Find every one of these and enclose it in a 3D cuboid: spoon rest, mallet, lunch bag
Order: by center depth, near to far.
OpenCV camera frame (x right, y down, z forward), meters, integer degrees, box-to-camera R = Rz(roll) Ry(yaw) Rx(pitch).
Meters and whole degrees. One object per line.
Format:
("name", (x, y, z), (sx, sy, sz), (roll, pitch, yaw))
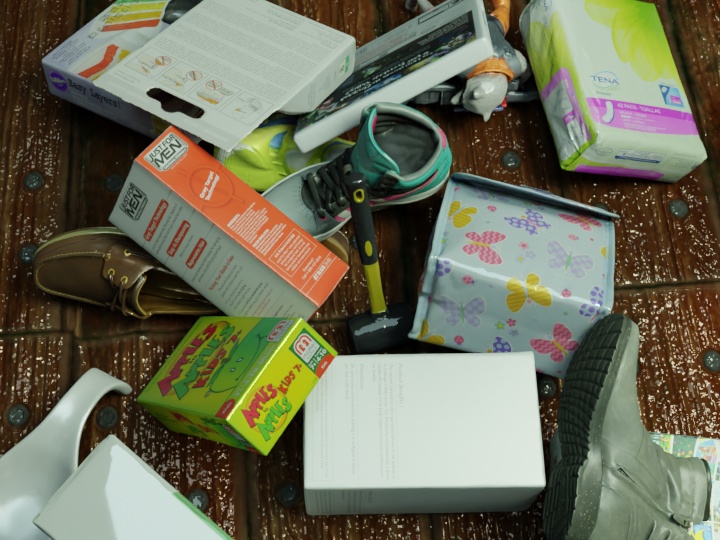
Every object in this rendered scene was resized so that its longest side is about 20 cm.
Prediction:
("spoon rest", (-0.275, 0.172, 0.926), (0.099, 0.061, 0.201), (23, 66, 10))
("mallet", (0.000, 0.000, 0.946), (0.066, 0.201, 0.041), (-21, 41, -1))
("lunch bag", (0.147, -0.015, 0.981), (0.169, 0.128, 0.200), (16, 38, 5))

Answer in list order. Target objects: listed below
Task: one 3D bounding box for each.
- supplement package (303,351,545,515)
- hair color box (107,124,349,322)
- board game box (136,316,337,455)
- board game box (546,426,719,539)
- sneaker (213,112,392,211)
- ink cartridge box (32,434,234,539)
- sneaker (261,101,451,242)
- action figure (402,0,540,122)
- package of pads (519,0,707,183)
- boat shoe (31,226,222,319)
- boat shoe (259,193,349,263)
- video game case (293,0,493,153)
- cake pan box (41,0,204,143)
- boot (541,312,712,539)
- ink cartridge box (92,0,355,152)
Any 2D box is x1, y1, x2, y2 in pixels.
("supplement package", (0.051, 0.145, 0.914), (0.199, 0.117, 0.118), (0, 66, -1))
("hair color box", (-0.119, -0.025, 0.933), (0.200, 0.102, 0.061), (39, 50, -3))
("board game box", (-0.111, 0.092, 0.897), (0.048, 0.200, 0.102), (45, 67, -23))
("board game box", (0.265, 0.221, 0.914), (0.199, 0.064, 0.148), (5, 65, 2))
("sneaker", (-0.049, -0.123, 1.061), (0.199, 0.076, 0.105), (11, 39, -17))
("ink cartridge box", (-0.154, 0.227, 0.827), (0.145, 0.200, 0.088), (36, 72, 14))
("sneaker", (-0.005, -0.087, 0.939), (0.199, 0.121, 0.084), (-22, 73, -10))
("action figure", (0.098, -0.237, 1.105), (0.199, 0.105, 0.194), (-8, 55, -8))
("package of pads", (0.253, -0.192, 1.077), (0.154, 0.068, 0.201), (3, 62, -27))
("boat shoe", (-0.213, 0.006, 0.988), (0.199, 0.072, 0.068), (3, 37, -2))
("boat shoe", (-0.104, -0.048, 1.026), (0.199, 0.071, 0.071), (16, 40, -2))
("video game case", (0.032, -0.198, 1.018), (0.199, 0.023, 0.182), (-25, 25, 16))
("cake pan box", (-0.193, -0.223, 1.085), (0.184, 0.052, 0.200), (27, 54, 20))
("boot", (0.230, 0.146, 0.864), (0.130, 0.068, 0.201), (17, 79, -16))
("ink cartridge box", (-0.123, -0.182, 0.984), (0.160, 0.050, 0.200), (27, 54, 19))
